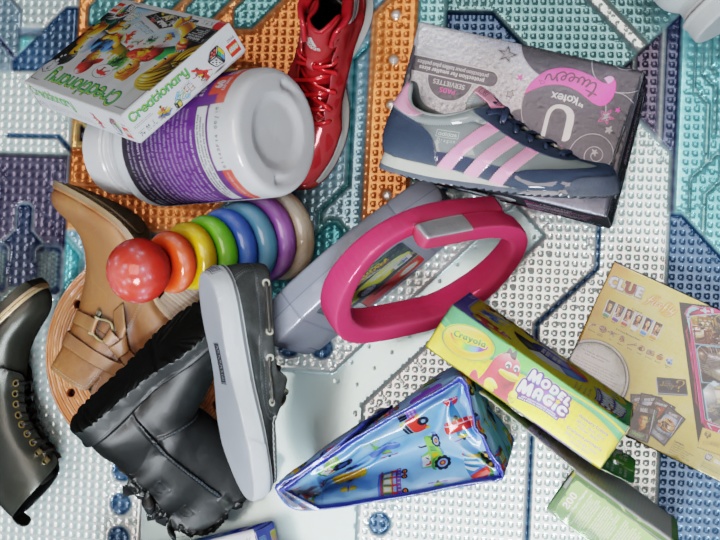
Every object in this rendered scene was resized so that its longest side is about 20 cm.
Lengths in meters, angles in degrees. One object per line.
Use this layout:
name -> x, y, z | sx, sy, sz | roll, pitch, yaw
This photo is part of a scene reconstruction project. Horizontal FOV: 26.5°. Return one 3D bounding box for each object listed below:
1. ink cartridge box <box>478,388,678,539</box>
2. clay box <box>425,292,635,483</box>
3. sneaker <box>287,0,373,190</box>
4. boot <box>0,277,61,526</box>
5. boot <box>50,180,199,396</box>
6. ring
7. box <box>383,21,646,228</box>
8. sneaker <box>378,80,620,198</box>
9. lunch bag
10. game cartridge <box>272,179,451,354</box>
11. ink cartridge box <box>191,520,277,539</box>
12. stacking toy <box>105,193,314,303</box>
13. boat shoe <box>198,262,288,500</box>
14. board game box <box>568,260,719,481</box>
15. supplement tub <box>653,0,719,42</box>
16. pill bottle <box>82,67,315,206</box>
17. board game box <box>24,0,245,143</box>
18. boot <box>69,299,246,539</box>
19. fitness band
ink cartridge box -> 0.176, 0.175, 1.285 | 0.200, 0.145, 0.048 | 36, 96, 10
clay box -> 0.154, 0.096, 1.269 | 0.199, 0.115, 0.048 | 34, 100, 7
sneaker -> -0.047, -0.175, 1.357 | 0.078, 0.116, 0.201 | 11, 89, 11
boot -> -0.308, 0.121, 1.415 | 0.138, 0.077, 0.200 | 38, 108, 12
boot -> -0.236, 0.026, 1.395 | 0.200, 0.077, 0.156 | 37, 97, 2
ring -> -0.198, 0.078, 1.424 | 0.199, 0.019, 0.202 | 0, 87, 10
box -> 0.136, -0.126, 1.322 | 0.199, 0.115, 0.133 | 15, 90, 10
sneaker -> 0.114, -0.104, 1.230 | 0.199, 0.070, 0.083 | 9, 97, 12
lunch bag -> 0.022, 0.159, 1.309 | 0.199, 0.151, 0.095 | -23, 90, 9
game cartridge -> 0.000, 0.000, 1.332 | 0.200, 0.133, 0.041 | -40, 71, 7
ink cartridge box -> -0.132, 0.308, 1.371 | 0.199, 0.076, 0.137 | -15, 85, 11
stacking toy -> -0.136, -0.014, 1.323 | 0.085, 0.199, 0.086 | 16, 114, 42
boat shoe -> -0.088, 0.091, 1.270 | 0.056, 0.069, 0.201 | -13, 101, -24
board game box -> 0.283, 0.094, 1.325 | 0.199, 0.035, 0.136 | 26, 92, 11
supplement tub -> 0.278, -0.310, 1.291 | 0.140, 0.140, 0.201 | -34, 82, 7
pill bottle -> -0.148, -0.114, 1.351 | 0.199, 0.111, 0.112 | -3, 87, 37
board game box -> -0.202, -0.179, 1.345 | 0.126, 0.200, 0.035 | -44, 125, -18
boot -> -0.140, 0.134, 1.350 | 0.198, 0.073, 0.163 | -42, 116, 2
fitness band -> 0.054, 0.000, 1.294 | 0.038, 0.199, 0.144 | 56, 134, 27
